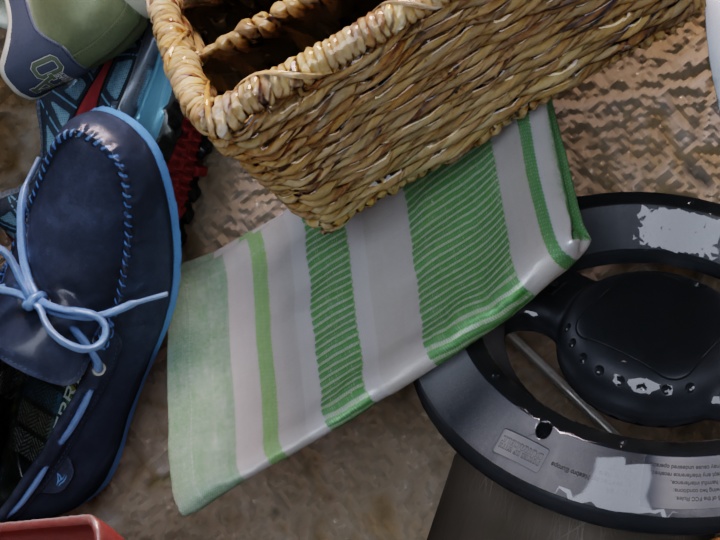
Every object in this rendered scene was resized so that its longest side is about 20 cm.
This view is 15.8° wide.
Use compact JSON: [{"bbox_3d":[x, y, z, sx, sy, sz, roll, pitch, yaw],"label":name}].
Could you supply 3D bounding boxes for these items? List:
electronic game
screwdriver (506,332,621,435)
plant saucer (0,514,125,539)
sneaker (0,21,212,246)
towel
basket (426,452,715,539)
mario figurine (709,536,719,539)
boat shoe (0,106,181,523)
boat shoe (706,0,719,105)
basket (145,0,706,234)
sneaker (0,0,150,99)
[{"bbox_3d":[0.119,0.033,1.049,0.200,0.200,0.042,13,130,13],"label":"electronic game"},{"bbox_3d":[0.066,0.025,1.122,0.200,0.028,0.029,40,122,16],"label":"screwdriver"},{"bbox_3d":[-0.131,0.205,1.089,0.037,0.200,0.200,0,83,-28],"label":"plant saucer"},{"bbox_3d":[-0.108,-0.093,1.147,0.095,0.079,0.200,19,88,15],"label":"sneaker"},{"bbox_3d":[0.000,0.000,1.073,0.200,0.023,0.153,-32,35,17],"label":"towel"},{"bbox_3d":[0.067,0.182,1.048,0.136,0.180,0.200,15,79,3],"label":"basket"},{"bbox_3d":[0.193,0.187,1.005,0.123,0.200,0.106,7,51,34],"label":"mario figurine"},{"bbox_3d":[-0.124,0.030,1.097,0.084,0.069,0.200,25,121,30],"label":"boat shoe"},{"bbox_3d":[0.194,-0.143,1.084,0.091,0.071,0.200,-1,82,16],"label":"boat shoe"},{"bbox_3d":[0.014,-0.133,1.008,0.200,0.149,0.143,-30,69,8],"label":"basket"},{"bbox_3d":[-0.149,-0.151,1.133,0.090,0.067,0.200,-40,46,9],"label":"sneaker"}]
